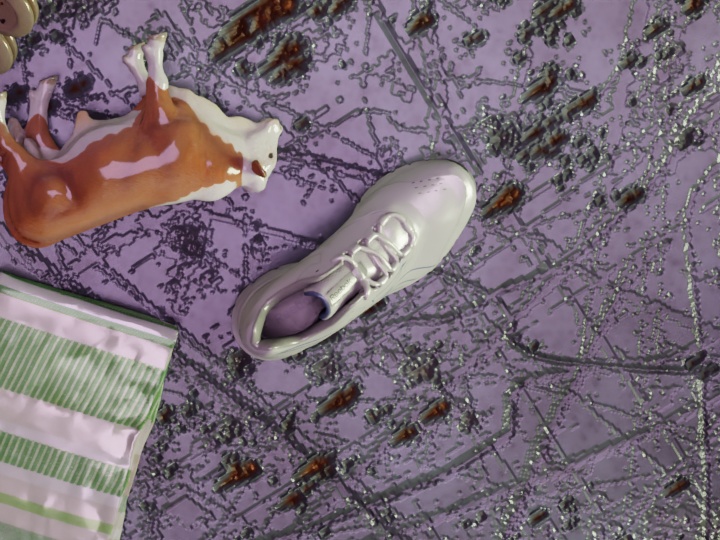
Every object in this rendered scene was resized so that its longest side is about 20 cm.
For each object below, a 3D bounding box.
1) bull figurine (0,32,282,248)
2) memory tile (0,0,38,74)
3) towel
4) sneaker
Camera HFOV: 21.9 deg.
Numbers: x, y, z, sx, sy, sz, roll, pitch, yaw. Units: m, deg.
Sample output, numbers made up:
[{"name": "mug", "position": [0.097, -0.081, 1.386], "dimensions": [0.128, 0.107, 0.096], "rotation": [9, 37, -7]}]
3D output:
[{"name": "bull figurine", "position": [-0.154, -0.086, 1.249], "dimensions": [0.199, 0.065, 0.122], "rotation": [-20, 97, -2]}, {"name": "memory tile", "position": [-0.261, -0.210, 1.171], "dimensions": [0.153, 0.200, 0.017], "rotation": [35, 54, -7]}, {"name": "towel", "position": [-0.223, 0.112, 1.302], "dimensions": [0.151, 0.023, 0.201], "rotation": [18, 100, -5]}, {"name": "sneaker", "position": [0.000, 0.000, 1.261], "dimensions": [0.200, 0.087, 0.075], "rotation": [-40, 98, 3]}]
